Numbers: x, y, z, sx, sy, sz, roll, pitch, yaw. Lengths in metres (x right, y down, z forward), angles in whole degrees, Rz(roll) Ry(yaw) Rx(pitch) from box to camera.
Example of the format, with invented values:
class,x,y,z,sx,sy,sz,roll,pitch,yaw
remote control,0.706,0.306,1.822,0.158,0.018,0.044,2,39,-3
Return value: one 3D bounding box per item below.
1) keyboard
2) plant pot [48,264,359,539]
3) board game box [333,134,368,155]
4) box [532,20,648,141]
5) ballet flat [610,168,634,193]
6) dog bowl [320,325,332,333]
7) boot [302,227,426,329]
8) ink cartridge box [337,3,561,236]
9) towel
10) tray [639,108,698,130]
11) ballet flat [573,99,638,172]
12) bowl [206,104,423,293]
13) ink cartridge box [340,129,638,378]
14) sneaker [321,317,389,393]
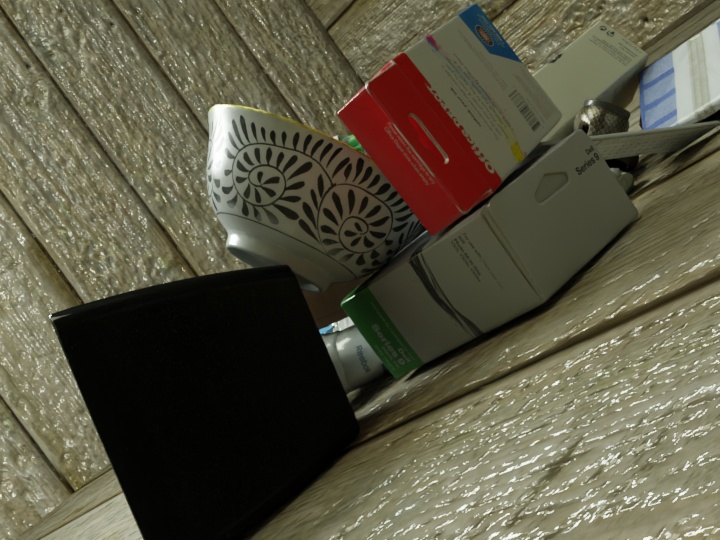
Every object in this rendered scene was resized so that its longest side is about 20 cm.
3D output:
class,x,y,z,sx,sy,sz,roll,pitch,yaw
keyboard,0.214,-0.104,0.976,0.198,0.011,0.056,-10,-8,-28
plant pot,-0.114,0.096,0.892,0.176,0.201,0.200,-24,0,-12
board game box,0.030,-0.052,1.274,0.026,0.202,0.200,-17,3,11
box,0.198,-0.159,1.173,0.199,0.068,0.083,-39,-23,-25
ballet flat,0.157,-0.050,1.081,0.199,0.072,0.072,-34,3,35
dog bowl,-0.021,0.080,1.343,0.199,0.050,0.111,-34,4,40
boot,0.000,0.000,1.088,0.199,0.071,0.146,-34,-6,0
ink cartridge box,0.063,-0.109,0.862,0.067,0.117,0.200,-36,4,39
towel,0.346,-0.198,1.080,0.199,0.024,0.148,-33,26,31
tray,0.342,-0.181,1.220,0.098,0.037,0.200,-36,4,19
ballet flat,0.226,-0.113,1.089,0.200,0.067,0.047,27,-100,-77
bowl,-0.050,-0.043,0.930,0.095,0.199,0.201,-66,8,-10
ink cartridge box,0.098,-0.010,0.918,0.146,0.084,0.200,-38,3,-37
sneaker,0.014,0.067,1.079,0.086,0.075,0.200,-18,10,13
